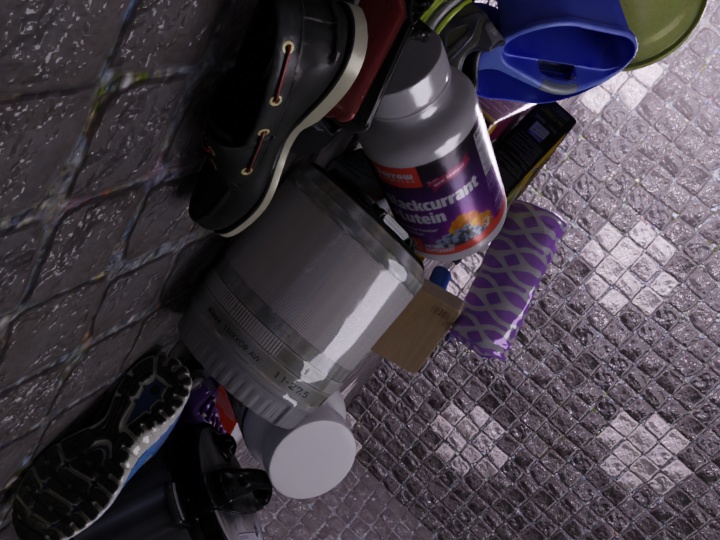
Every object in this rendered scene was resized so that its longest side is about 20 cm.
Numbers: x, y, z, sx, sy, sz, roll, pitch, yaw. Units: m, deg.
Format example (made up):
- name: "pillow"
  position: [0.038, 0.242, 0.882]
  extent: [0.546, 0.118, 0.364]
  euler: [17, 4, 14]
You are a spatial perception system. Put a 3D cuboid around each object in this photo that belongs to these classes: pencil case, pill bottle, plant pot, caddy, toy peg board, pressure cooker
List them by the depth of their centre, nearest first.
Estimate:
- name: "pill bottle"
  position: [0.061, -0.111, 0.682]
  extent: [0.112, 0.111, 0.201]
  euler: [-46, 139, -14]
- name: "caddy"
  position: [0.192, -0.231, 0.787]
  extent: [0.196, 0.108, 0.141]
  euler: [-2, 163, -32]
- name: "pressure cooker"
  position: [-0.187, 0.259, 0.794]
  extent: [0.196, 0.181, 0.176]
  euler: [-25, -157, 0]
- name: "pill bottle"
  position: [-0.082, 0.142, 0.829]
  extent: [0.116, 0.115, 0.200]
  euler: [-50, -147, 7]
- name: "plant pot"
  position: [0.300, -0.360, 0.869]
  extent: [0.201, 0.200, 0.184]
  euler: [-50, 159, 7]
- name: "pencil case"
  position: [0.184, 0.015, 0.941]
  extent: [0.085, 0.083, 0.203]
  euler: [28, 88, -54]
- name: "toy peg board"
  position: [0.031, 0.013, 1.003]
  extent: [0.099, 0.196, 0.201]
  euler: [-61, 178, -31]

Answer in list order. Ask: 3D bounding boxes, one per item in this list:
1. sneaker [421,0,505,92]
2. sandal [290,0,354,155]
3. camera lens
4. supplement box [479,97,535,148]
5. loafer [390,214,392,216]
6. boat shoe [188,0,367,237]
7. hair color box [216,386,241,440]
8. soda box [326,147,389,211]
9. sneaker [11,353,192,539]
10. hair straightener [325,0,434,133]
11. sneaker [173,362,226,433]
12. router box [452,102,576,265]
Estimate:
- name: "sneaker"
  position: [0.066, -0.173, 0.741]
  extent: [0.074, 0.081, 0.201]
  euler: [-39, 165, -45]
- name: "sandal"
  position: [-0.028, -0.137, 0.556]
  extent: [0.076, 0.043, 0.201]
  euler: [-47, 170, -15]
- name: "camera lens"
  position: [-0.050, 0.019, 0.697]
  extent: [0.201, 0.159, 0.160]
  euler: [-49, 171, 1]
- name: "supplement box"
  position: [0.115, -0.169, 0.918]
  extent: [0.132, 0.103, 0.199]
  euler: [-56, 169, 31]
- name: "loafer"
  position: [0.010, -0.008, 1.132]
  extent: [0.200, 0.075, 0.068]
  euler: [-48, 176, -10]
- name: "boat shoe"
  position: [-0.071, -0.094, 0.481]
  extent: [0.062, 0.075, 0.201]
  euler: [5, 146, -33]
- name: "hair color box"
  position: [-0.157, 0.160, 1.041]
  extent: [0.111, 0.064, 0.202]
  euler: [-41, 166, -44]
- name: "soda box"
  position: [-0.036, -0.033, 0.840]
  extent: [0.202, 0.068, 0.063]
  euler: [-56, 167, 32]
- name: "sneaker"
  position: [-0.230, 0.174, 0.707]
  extent: [0.200, 0.078, 0.090]
  euler: [-46, 168, -24]
- name: "hair straightener"
  position: [0.029, -0.190, 0.524]
  extent: [0.204, 0.040, 0.077]
  euler: [-68, 163, 1]
- name: "sneaker"
  position: [-0.183, 0.169, 0.889]
  extent: [0.081, 0.083, 0.201]
  euler: [-42, 167, -36]
- name: "router box"
  position: [0.174, -0.108, 0.960]
  extent: [0.157, 0.052, 0.200]
  euler: [-45, 172, -18]
